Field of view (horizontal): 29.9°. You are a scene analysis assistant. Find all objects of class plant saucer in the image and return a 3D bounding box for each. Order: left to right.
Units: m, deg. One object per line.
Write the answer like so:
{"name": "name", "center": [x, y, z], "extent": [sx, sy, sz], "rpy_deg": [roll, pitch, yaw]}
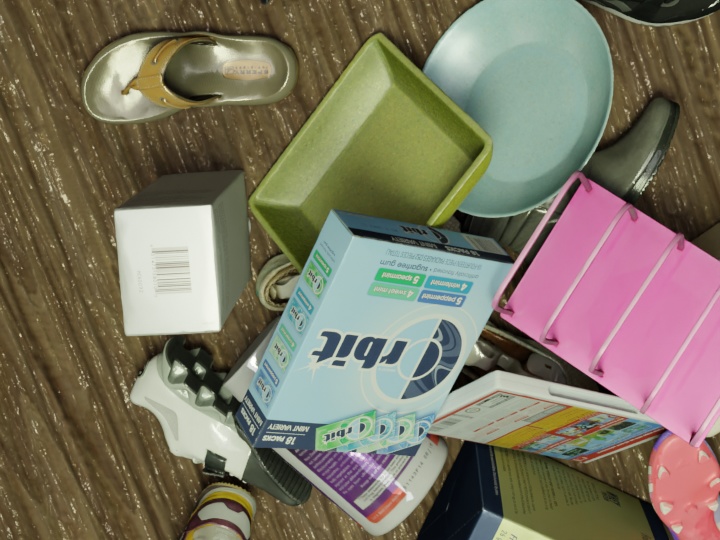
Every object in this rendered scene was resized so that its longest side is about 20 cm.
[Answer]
{"name": "plant saucer", "center": [0.015, -0.075, 1.166], "extent": [0.048, 0.200, 0.201], "rpy_deg": [25, 108, -45]}
{"name": "plant saucer", "center": [0.135, -0.140, 1.157], "extent": [0.199, 0.039, 0.204], "rpy_deg": [-10, 74, 36]}

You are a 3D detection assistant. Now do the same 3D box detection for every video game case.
{"name": "video game case", "center": [0.161, 0.131, 1.179], "extent": [0.198, 0.143, 0.018], "rpy_deg": [14, 64, -26]}

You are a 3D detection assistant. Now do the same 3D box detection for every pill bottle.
{"name": "pill bottle", "center": [-0.026, 0.138, 1.230], "extent": [0.200, 0.112, 0.112], "rpy_deg": [41, 102, -7]}

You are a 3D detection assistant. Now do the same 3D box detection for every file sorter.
{"name": "file sorter", "center": [0.221, 0.031, 1.077], "extent": [0.199, 0.125, 0.140], "rpy_deg": [34, 96, 15]}

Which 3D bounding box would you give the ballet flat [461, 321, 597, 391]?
{"name": "ballet flat", "center": [0.127, 0.088, 1.228], "extent": [0.198, 0.062, 0.068], "rpy_deg": [26, 103, -3]}

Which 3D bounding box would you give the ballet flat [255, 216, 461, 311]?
{"name": "ballet flat", "center": [0.000, 0.000, 1.222], "extent": [0.198, 0.062, 0.068], "rpy_deg": [-18, 102, 6]}

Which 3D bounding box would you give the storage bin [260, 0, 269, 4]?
{"name": "storage bin", "center": [-0.030, -0.333, 1.118], "extent": [0.132, 0.146, 0.203], "rpy_deg": [-9, 103, -5]}

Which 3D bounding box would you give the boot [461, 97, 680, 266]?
{"name": "boot", "center": [0.183, -0.091, 1.193], "extent": [0.130, 0.068, 0.201], "rpy_deg": [33, 102, -1]}

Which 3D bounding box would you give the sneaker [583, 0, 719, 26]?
{"name": "sneaker", "center": [0.223, -0.249, 1.141], "extent": [0.197, 0.088, 0.077], "rpy_deg": [8, 103, 1]}

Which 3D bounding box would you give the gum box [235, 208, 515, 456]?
{"name": "gum box", "center": [0.012, 0.057, 1.091], "extent": [0.168, 0.045, 0.202], "rpy_deg": [8, 118, -36]}

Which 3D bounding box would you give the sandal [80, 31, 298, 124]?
{"name": "sandal", "center": [-0.154, -0.173, 1.195], "extent": [0.197, 0.054, 0.081], "rpy_deg": [-3, 103, 4]}

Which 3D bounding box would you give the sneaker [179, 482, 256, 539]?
{"name": "sneaker", "center": [-0.154, 0.296, 1.264], "extent": [0.074, 0.090, 0.202], "rpy_deg": [17, 122, -2]}

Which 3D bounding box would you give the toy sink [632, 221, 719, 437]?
{"name": "toy sink", "center": [0.342, 0.029, 1.186], "extent": [0.199, 0.112, 0.131], "rpy_deg": [-36, 98, 10]}

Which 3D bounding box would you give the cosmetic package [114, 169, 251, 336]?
{"name": "cosmetic package", "center": [-0.146, -0.020, 1.155], "extent": [0.084, 0.200, 0.109], "rpy_deg": [-3, 100, 2]}

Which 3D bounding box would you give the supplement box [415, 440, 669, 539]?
{"name": "supplement box", "center": [0.165, 0.268, 1.204], "extent": [0.198, 0.200, 0.135], "rpy_deg": [24, 104, -4]}

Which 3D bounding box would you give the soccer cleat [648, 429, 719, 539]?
{"name": "soccer cleat", "center": [0.297, 0.205, 1.213], "extent": [0.066, 0.077, 0.201], "rpy_deg": [-24, 124, 7]}

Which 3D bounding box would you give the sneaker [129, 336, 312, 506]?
{"name": "sneaker", "center": [-0.132, 0.156, 1.268], "extent": [0.200, 0.074, 0.088], "rpy_deg": [45, 119, -8]}
